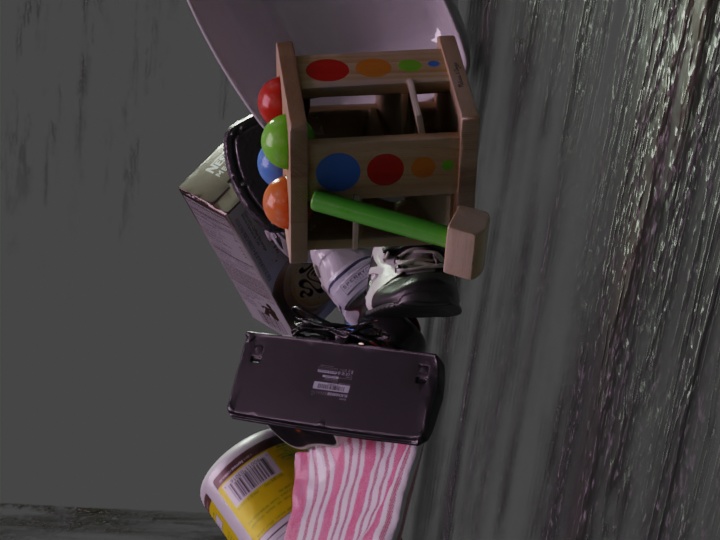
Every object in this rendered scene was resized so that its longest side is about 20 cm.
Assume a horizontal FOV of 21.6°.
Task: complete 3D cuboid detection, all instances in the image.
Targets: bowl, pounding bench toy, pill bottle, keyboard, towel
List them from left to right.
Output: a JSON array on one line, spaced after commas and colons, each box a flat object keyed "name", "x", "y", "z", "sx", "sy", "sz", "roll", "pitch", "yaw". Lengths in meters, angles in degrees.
[{"name": "pill bottle", "x": -0.053, "y": 0.250, "z": 1.729, "sx": 0.200, "sy": 0.109, "sz": 0.109, "roll": 52, "pitch": 153, "yaw": 24}, {"name": "bowl", "x": -0.023, "y": -0.216, "z": 1.497, "sx": 0.200, "sy": 0.199, "sz": 0.075, "roll": 60, "pitch": -153, "yaw": -23}, {"name": "towel", "x": -0.013, "y": 0.194, "z": 1.595, "sx": 0.200, "sy": 0.030, "sz": 0.147, "roll": -35, "pitch": 35, "yaw": 51}, {"name": "keyboard", "x": -0.012, "y": 0.089, "z": 1.562, "sx": 0.040, "sy": 0.199, "sz": 0.105, "roll": 37, "pitch": -116, "yaw": -54}, {"name": "pounding bench toy", "x": 0.005, "y": -0.070, "z": 1.393, "sx": 0.200, "sy": 0.155, "sz": 0.125, "roll": -101, "pitch": 10, "yaw": -53}]

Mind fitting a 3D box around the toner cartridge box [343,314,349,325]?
[{"name": "toner cartridge box", "x": 0.012, "y": 0.074, "z": 1.832, "sx": 0.200, "sy": 0.043, "sz": 0.095, "roll": -94, "pitch": 10, "yaw": -50}]

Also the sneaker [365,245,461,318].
[{"name": "sneaker", "x": 0.038, "y": -0.006, "z": 1.494, "sx": 0.200, "sy": 0.074, "sz": 0.089, "roll": -161, "pitch": 73, "yaw": -83}]

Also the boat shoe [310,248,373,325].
[{"name": "boat shoe", "x": 0.000, "y": 0.000, "z": 1.675, "sx": 0.067, "sy": 0.073, "sz": 0.200, "roll": 52, "pitch": 178, "yaw": 10}]

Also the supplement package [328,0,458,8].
[{"name": "supplement package", "x": 0.020, "y": -0.284, "z": 1.649, "sx": 0.156, "sy": 0.110, "sz": 0.201, "roll": 109, "pitch": 164, "yaw": -68}]

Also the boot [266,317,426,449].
[{"name": "boot", "x": -0.019, "y": 0.086, "z": 1.677, "sx": 0.144, "sy": 0.072, "sz": 0.200, "roll": -46, "pitch": 18, "yaw": -19}]

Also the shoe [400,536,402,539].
[{"name": "shoe", "x": 0.018, "y": 0.242, "z": 1.617, "sx": 0.091, "sy": 0.071, "sz": 0.201, "roll": -17, "pitch": 43, "yaw": 48}]

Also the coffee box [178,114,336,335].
[{"name": "coffee box", "x": -0.083, "y": -0.040, "z": 1.875, "sx": 0.080, "sy": 0.113, "sz": 0.200, "roll": 27, "pitch": 154, "yaw": 41}]

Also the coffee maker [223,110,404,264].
[{"name": "coffee maker", "x": -0.010, "y": -0.085, "z": 1.688, "sx": 0.200, "sy": 0.191, "sz": 0.135, "roll": 51, "pitch": -144, "yaw": -78}]
